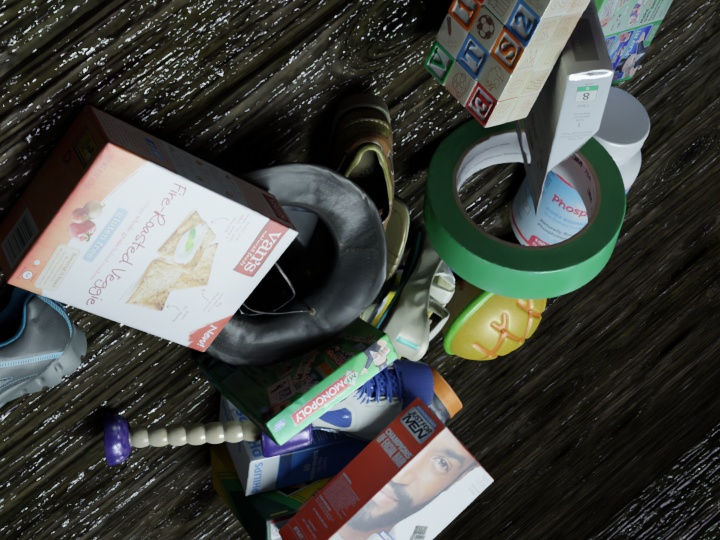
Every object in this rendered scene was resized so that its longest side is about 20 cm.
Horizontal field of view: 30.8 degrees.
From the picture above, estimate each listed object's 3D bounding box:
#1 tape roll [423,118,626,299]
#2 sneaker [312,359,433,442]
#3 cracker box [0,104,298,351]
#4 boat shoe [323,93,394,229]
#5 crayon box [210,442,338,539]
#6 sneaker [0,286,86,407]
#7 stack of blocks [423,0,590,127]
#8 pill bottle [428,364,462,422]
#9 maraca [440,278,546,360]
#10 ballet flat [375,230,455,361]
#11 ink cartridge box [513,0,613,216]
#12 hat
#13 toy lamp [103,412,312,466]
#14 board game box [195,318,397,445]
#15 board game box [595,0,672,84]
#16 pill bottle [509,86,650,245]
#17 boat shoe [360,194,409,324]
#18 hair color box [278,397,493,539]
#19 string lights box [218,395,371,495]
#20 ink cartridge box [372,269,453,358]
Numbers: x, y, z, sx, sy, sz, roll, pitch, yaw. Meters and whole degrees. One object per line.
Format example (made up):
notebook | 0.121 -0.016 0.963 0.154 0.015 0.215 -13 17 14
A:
tape roll | 0.161 -0.068 1.295 0.199 0.201 0.048 -31 153 -21
sneaker | -0.007 0.120 1.312 0.197 0.082 0.115 -1 157 -23
cracker box | -0.163 -0.026 1.009 0.199 0.058 0.134 23 112 -45
boat shoe | -0.005 -0.064 1.195 0.071 0.069 0.201 -6 139 -4
crayon box | -0.044 0.229 1.442 0.198 0.172 0.059 -12 115 -24
sneaker | -0.316 0.088 1.031 0.200 0.073 0.082 -41 139 -15
stack of blocks | 0.125 -0.236 1.088 0.058 0.115 0.201 -18 146 -40
pill bottle | 0.033 0.207 1.645 0.199 0.106 0.106 -40 154 -7
maraca | 0.178 0.034 1.582 0.199 0.107 0.137 -36 161 -14
ballet flat | 0.064 0.027 1.355 0.070 0.069 0.201 -61 -178 34
ink cartridge box | 0.182 -0.174 1.214 0.049 0.163 0.201 -5 146 -3
hat | -0.076 -0.017 1.146 0.198 0.081 0.203 -4 118 -8
toy lamp | -0.145 0.155 1.258 0.197 0.059 0.058 -4 148 -1
board game box | -0.065 0.082 1.226 0.134 0.200 0.029 -35 115 -14
board game box | 0.270 -0.269 1.339 0.134 0.029 0.201 -20 147 -36
pill bottle | 0.242 -0.105 1.438 0.108 0.109 0.201 -27 156 -29
boat shoe | 0.001 0.001 1.337 0.066 0.071 0.203 -48 163 -59
hair color box | 0.027 0.241 1.336 0.200 0.064 0.111 -44 128 -2
string lights box | -0.043 0.164 1.400 0.197 0.103 0.059 -10 136 -21
ink cartridge box | 0.019 0.081 1.505 0.199 0.047 0.199 -2 133 -51
